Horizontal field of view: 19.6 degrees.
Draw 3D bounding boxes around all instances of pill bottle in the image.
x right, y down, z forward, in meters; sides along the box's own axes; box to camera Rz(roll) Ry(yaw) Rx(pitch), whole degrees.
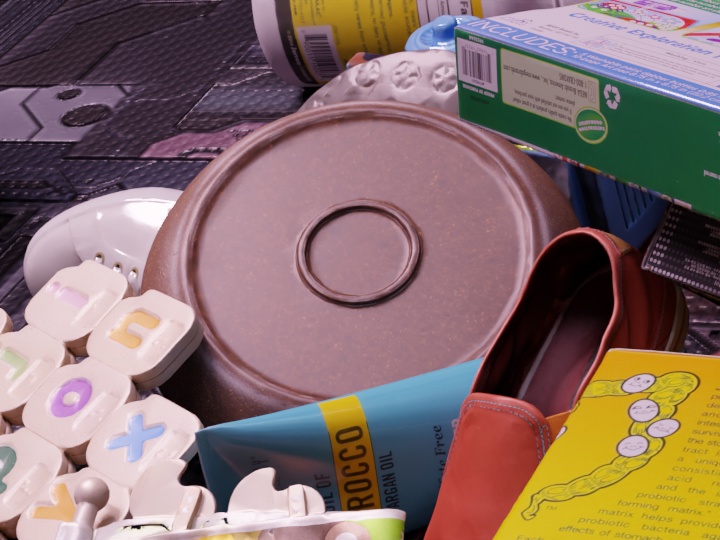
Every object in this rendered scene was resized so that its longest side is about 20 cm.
[{"bbox_3d":[0.047,-0.164,1.187,0.199,0.113,0.113,0,30,20],"label":"pill bottle"}]

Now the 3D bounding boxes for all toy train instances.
[{"bbox_3d":[0.073,-0.068,1.037,0.200,0.087,0.114,12,43,37],"label":"toy train"}]

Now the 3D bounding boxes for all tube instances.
[{"bbox_3d":[0.034,0.067,0.822,0.199,0.078,0.050,-17,19,-17],"label":"tube"}]

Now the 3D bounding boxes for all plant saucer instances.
[{"bbox_3d":[0.000,0.000,0.897,0.199,0.035,0.201,-3,57,5],"label":"plant saucer"}]

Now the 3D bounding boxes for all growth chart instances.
[{"bbox_3d":[-0.038,0.135,0.719,0.199,0.018,0.145,5,57,28],"label":"growth chart"}]

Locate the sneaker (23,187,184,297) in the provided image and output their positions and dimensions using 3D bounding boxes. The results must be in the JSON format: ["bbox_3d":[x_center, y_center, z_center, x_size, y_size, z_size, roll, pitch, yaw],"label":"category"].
[{"bbox_3d":[-0.079,0.011,0.958,0.199,0.073,0.085,3,29,23],"label":"sneaker"}]

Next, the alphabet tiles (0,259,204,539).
[{"bbox_3d":[-0.154,0.080,0.859,0.195,0.015,0.200,21,63,46],"label":"alphabet tiles"}]

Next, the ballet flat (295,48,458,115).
[{"bbox_3d":[-0.020,-0.043,1.008,0.200,0.046,0.068,-31,62,20],"label":"ballet flat"}]

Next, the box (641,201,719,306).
[{"bbox_3d":[0.224,0.029,0.742,0.160,0.044,0.200,22,1,-44],"label":"box"}]

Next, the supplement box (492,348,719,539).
[{"bbox_3d":[0.101,0.124,0.648,0.109,0.109,0.200,4,32,27],"label":"supplement box"}]

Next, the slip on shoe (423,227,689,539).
[{"bbox_3d":[0.057,0.071,0.757,0.074,0.061,0.200,7,62,44],"label":"slip on shoe"}]

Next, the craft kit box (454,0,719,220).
[{"bbox_3d":[0.171,-0.071,0.781,0.197,0.049,0.200,-17,25,-28],"label":"craft kit box"}]
